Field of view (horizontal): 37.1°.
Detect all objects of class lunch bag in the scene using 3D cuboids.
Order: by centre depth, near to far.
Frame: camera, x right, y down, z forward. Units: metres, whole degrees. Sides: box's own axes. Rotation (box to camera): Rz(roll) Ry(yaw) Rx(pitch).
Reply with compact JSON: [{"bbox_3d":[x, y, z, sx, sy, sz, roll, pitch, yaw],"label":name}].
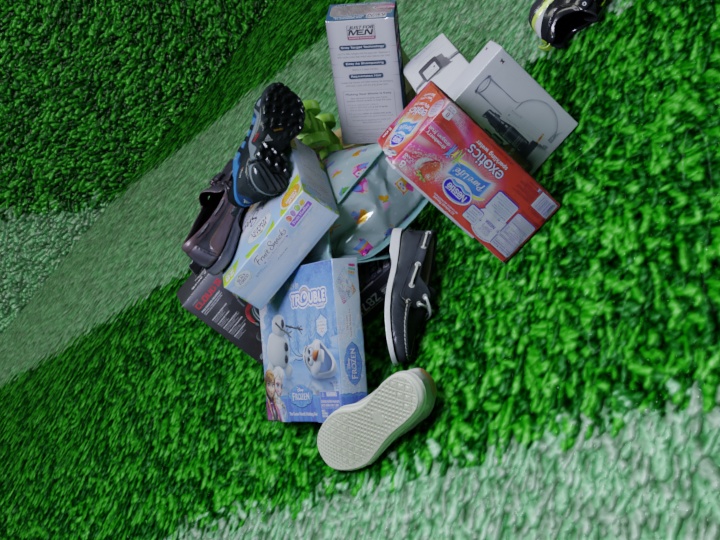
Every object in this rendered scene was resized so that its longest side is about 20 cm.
[{"bbox_3d":[-0.023,-0.071,1.474,0.200,0.122,0.170,-53,25,-24],"label":"lunch bag"}]

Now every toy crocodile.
[{"bbox_3d":[-0.069,-0.198,1.573,0.061,0.068,0.200,-20,-13,13],"label":"toy crocodile"}]

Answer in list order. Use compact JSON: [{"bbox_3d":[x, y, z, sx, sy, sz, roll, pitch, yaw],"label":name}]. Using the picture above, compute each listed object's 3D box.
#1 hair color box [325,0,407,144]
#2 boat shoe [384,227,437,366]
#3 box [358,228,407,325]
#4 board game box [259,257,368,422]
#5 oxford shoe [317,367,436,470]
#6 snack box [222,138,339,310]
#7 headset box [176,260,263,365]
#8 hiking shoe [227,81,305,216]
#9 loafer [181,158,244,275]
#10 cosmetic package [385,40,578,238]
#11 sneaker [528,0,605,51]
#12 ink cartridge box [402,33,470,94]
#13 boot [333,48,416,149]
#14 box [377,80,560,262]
[{"bbox_3d":[0.013,-0.284,1.558,0.099,0.201,0.061,-1,38,8],"label":"hair color box"},{"bbox_3d":[0.066,0.027,1.347,0.060,0.076,0.201,-3,58,10],"label":"boat shoe"},{"bbox_3d":[0.000,0.000,1.537,0.161,0.049,0.200,-40,26,20],"label":"box"},{"bbox_3d":[-0.065,0.094,1.382,0.200,0.043,0.200,-12,80,57],"label":"board game box"},{"bbox_3d":[0.020,0.173,1.236,0.058,0.075,0.200,-17,-20,-48],"label":"oxford shoe"},{"bbox_3d":[-0.114,-0.070,1.426,0.169,0.068,0.200,-50,27,16],"label":"snack box"},{"bbox_3d":[-0.166,0.032,1.605,0.149,0.200,0.075,-50,22,0],"label":"headset box"},{"bbox_3d":[-0.132,-0.168,1.408,0.087,0.074,0.201,-29,34,38],"label":"hiking shoe"},{"bbox_3d":[-0.189,-0.085,1.425,0.072,0.063,0.201,-40,31,38],"label":"loafer"},{"bbox_3d":[0.153,-0.163,1.359,0.200,0.151,0.052,-48,23,9],"label":"cosmetic package"},{"bbox_3d":[0.326,-0.382,1.501,0.200,0.072,0.083,-42,48,23],"label":"sneaker"},{"bbox_3d":[0.146,-0.225,1.469,0.083,0.145,0.200,-40,24,11],"label":"ink cartridge box"},{"bbox_3d":[-0.002,-0.279,1.654,0.199,0.156,0.073,-27,24,22],"label":"boot"},{"bbox_3d":[0.127,-0.116,1.272,0.100,0.200,0.096,-47,24,10],"label":"box"}]
